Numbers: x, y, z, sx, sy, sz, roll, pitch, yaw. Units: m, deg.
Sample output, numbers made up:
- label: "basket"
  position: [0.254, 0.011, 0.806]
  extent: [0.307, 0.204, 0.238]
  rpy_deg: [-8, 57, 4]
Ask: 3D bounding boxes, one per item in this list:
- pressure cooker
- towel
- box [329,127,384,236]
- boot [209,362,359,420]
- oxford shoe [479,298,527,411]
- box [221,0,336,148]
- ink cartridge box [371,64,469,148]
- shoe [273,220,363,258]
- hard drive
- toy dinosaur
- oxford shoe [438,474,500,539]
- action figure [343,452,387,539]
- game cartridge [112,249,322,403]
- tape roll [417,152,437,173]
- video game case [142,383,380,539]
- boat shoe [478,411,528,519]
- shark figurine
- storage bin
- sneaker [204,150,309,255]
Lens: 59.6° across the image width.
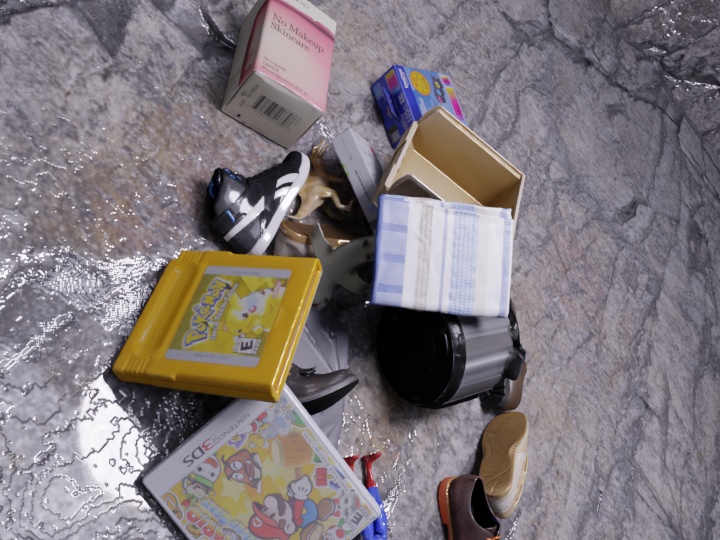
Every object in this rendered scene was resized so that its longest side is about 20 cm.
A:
- label: "pressure cooker"
  position: [0.144, 0.105, 0.950]
  extent: [0.197, 0.178, 0.180]
  rpy_deg: [-6, 69, -42]
- label: "towel"
  position: [0.110, -0.018, 0.827]
  extent: [0.195, 0.024, 0.151]
  rpy_deg: [6, 82, -14]
- label: "box"
  position: [0.028, -0.116, 1.005]
  extent: [0.204, 0.040, 0.156]
  rpy_deg: [66, 13, 4]
- label: "boot"
  position: [-0.112, 0.089, 0.753]
  extent: [0.195, 0.070, 0.178]
  rpy_deg: [-11, 65, -14]
- label: "oxford shoe"
  position: [0.254, 0.146, 1.109]
  extent: [0.083, 0.072, 0.205]
  rpy_deg: [21, 68, -35]
- label: "box"
  position: [-0.122, -0.319, 0.976]
  extent: [0.126, 0.108, 0.204]
  rpy_deg: [24, 55, -30]
- label: "ink cartridge box"
  position: [0.106, -0.308, 1.203]
  extent: [0.197, 0.076, 0.140]
  rpy_deg: [-10, 75, -42]
- label: "shoe"
  position: [-0.047, -0.033, 0.944]
  extent: [0.197, 0.054, 0.070]
  rpy_deg: [7, 21, -42]
- label: "hard drive"
  position: [-0.081, 0.146, 0.822]
  extent: [0.133, 0.042, 0.204]
  rpy_deg: [26, 54, -30]
- label: "toy dinosaur"
  position: [-0.064, -0.116, 0.977]
  extent: [0.099, 0.058, 0.203]
  rpy_deg: [24, 45, -13]
- label: "oxford shoe"
  position: [0.166, 0.396, 0.895]
  extent: [0.070, 0.072, 0.205]
  rpy_deg: [0, 69, -41]
- label: "action figure"
  position: [0.033, 0.334, 0.793]
  extent: [0.064, 0.098, 0.205]
  rpy_deg: [6, 67, -37]
- label: "game cartridge"
  position: [-0.157, 0.053, 0.710]
  extent: [0.033, 0.195, 0.179]
  rpy_deg: [75, 24, -49]
- label: "tape roll"
  position: [0.159, -0.139, 1.105]
  extent: [0.199, 0.071, 0.207]
  rpy_deg: [18, 55, -27]
- label: "video game case"
  position: [-0.105, 0.244, 0.683]
  extent: [0.181, 0.023, 0.202]
  rpy_deg: [-38, 97, -2]
- label: "boat shoe"
  position: [0.232, 0.308, 1.009]
  extent: [0.200, 0.072, 0.071]
  rpy_deg: [-49, 128, -54]
- label: "shark figurine"
  position: [0.014, -0.017, 0.886]
  extent: [0.089, 0.209, 0.132]
  rpy_deg: [-22, 98, -75]
- label: "storage bin"
  position: [0.137, -0.122, 0.953]
  extent: [0.197, 0.094, 0.202]
  rpy_deg: [36, 44, -11]
- label: "sneaker"
  position: [-0.147, -0.123, 0.878]
  extent: [0.111, 0.072, 0.203]
  rpy_deg: [38, 49, -22]
